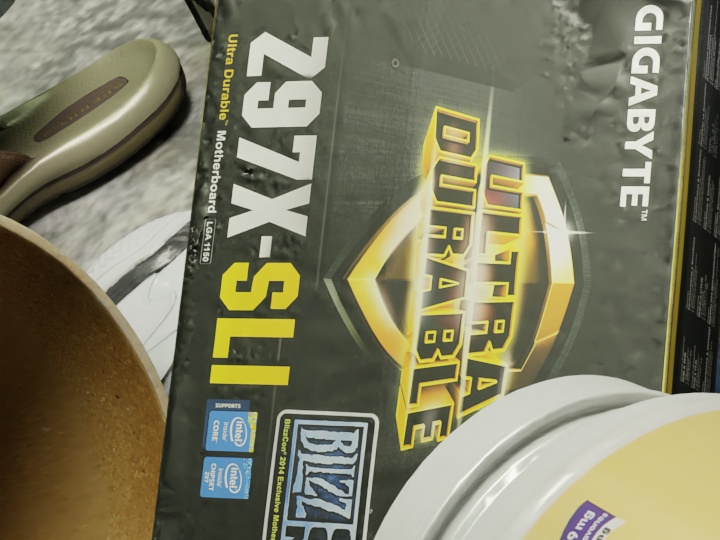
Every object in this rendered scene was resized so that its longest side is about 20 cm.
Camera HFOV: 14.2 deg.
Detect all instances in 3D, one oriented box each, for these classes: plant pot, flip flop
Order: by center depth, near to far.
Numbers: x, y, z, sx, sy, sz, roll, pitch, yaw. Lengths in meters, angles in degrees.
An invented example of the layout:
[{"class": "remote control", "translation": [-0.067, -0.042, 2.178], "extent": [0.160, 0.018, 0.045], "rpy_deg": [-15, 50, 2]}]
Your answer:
[{"class": "plant pot", "translation": [-0.186, 0.088, 0.914], "extent": [0.200, 0.186, 0.186], "rpy_deg": [-15, 32, 43]}, {"class": "flip flop", "translation": [-0.161, -0.042, 1.157], "extent": [0.200, 0.058, 0.081], "rpy_deg": [-35, 34, -11]}]

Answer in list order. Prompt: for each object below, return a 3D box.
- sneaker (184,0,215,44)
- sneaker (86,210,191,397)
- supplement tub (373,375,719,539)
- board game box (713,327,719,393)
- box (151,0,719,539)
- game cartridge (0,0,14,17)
[{"class": "sneaker", "translation": [-0.003, -0.103, 1.114], "extent": [0.089, 0.079, 0.200], "rpy_deg": [-35, 34, -8]}, {"class": "sneaker", "translation": [0.000, 0.000, 0.978], "extent": [0.200, 0.075, 0.115], "rpy_deg": [-33, 35, -1]}, {"class": "supplement tub", "translation": [0.102, 0.114, 0.683], "extent": [0.145, 0.145, 0.200], "rpy_deg": [-39, 35, -18]}, {"class": "board game box", "translation": [0.162, -0.030, 0.923], "extent": [0.151, 0.037, 0.200], "rpy_deg": [-8, 38, 26]}, {"class": "box", "translation": [0.026, 0.008, 0.861], "extent": [0.160, 0.049, 0.200], "rpy_deg": [1, 76, 26]}, {"class": "game cartridge", "translation": [-0.215, -0.059, 1.128], "extent": [0.200, 0.040, 0.133], "rpy_deg": [-45, 1, 22]}]
